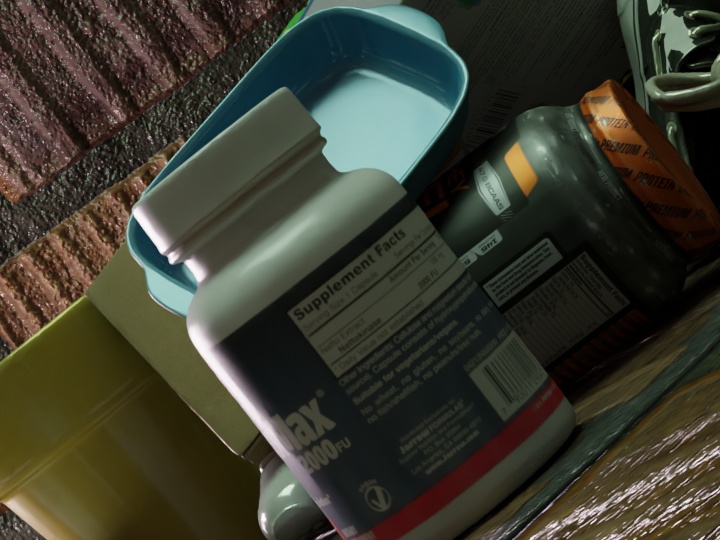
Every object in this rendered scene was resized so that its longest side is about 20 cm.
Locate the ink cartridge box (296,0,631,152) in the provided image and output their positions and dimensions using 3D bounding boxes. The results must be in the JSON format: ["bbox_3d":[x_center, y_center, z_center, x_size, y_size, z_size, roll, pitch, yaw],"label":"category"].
[{"bbox_3d":[0.077,-0.130,1.624,0.199,0.077,0.137,11,-53,-33],"label":"ink cartridge box"}]

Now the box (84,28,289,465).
[{"bbox_3d":[-0.050,-0.016,1.681,0.200,0.163,0.021,-52,-35,8],"label":"box"}]

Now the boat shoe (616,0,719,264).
[{"bbox_3d":[0.180,-0.104,1.551,0.070,0.201,0.064,9,-21,-23],"label":"boat shoe"}]

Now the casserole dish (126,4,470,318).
[{"bbox_3d":[-0.026,-0.046,1.448,0.200,0.121,0.039,-50,-37,-18],"label":"casserole dish"}]

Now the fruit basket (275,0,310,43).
[{"bbox_3d":[0.068,-0.164,1.760,0.215,0.156,0.216,-27,37,23],"label":"fruit basket"}]

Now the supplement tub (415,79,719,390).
[{"bbox_3d":[0.074,0.003,1.457,0.200,0.123,0.123,-38,2,12],"label":"supplement tub"}]

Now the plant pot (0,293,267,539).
[{"bbox_3d":[-0.138,0.109,1.837,0.200,0.189,0.201,-38,2,2],"label":"plant pot"}]

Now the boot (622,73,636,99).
[{"bbox_3d":[0.169,-0.044,1.715,0.200,0.069,0.174,-55,-17,16],"label":"boot"}]

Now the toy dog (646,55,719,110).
[{"bbox_3d":[0.221,-0.138,1.394,0.131,0.097,0.200,-23,15,-28],"label":"toy dog"}]

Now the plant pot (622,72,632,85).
[{"bbox_3d":[0.087,-0.044,1.872,0.187,0.187,0.200,-35,18,51],"label":"plant pot"}]

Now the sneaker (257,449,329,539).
[{"bbox_3d":[-0.029,0.101,1.701,0.076,0.081,0.200,-35,6,18],"label":"sneaker"}]

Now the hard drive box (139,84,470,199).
[{"bbox_3d":[0.000,0.000,1.566,0.156,0.200,0.077,-36,40,-6],"label":"hard drive box"}]

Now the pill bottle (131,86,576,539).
[{"bbox_3d":[-0.007,0.024,1.319,0.119,0.200,0.120,-38,2,1],"label":"pill bottle"}]
